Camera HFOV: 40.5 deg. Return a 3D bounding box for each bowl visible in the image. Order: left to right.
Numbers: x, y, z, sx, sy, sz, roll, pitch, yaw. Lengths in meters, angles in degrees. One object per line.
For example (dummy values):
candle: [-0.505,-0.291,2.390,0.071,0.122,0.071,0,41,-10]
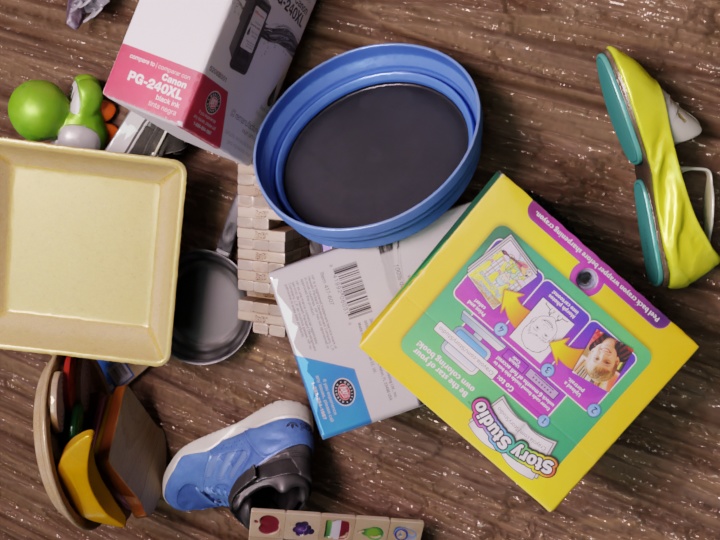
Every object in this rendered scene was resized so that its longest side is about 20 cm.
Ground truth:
bowl: [0.008,-0.105,0.824,0.198,0.040,0.203,-10,54,14]

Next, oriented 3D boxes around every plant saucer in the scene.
plant saucer: [-0.270,-0.020,0.940,0.197,0.048,0.203,7,102,-4]

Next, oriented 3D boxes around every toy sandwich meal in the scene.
toy sandwich meal: [-0.259,0.168,0.984,0.069,0.205,0.208,-9,98,5]

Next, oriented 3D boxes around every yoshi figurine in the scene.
yoshi figurine: [-0.328,-0.111,1.003,0.112,0.112,0.202,28,107,25]

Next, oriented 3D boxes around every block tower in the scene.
block tower: [-0.082,-0.043,0.934,0.053,0.058,0.203,7,103,22]

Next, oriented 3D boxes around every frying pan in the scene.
frying pan: [-0.159,-0.002,0.985,0.113,0.031,0.193,2,93,8]

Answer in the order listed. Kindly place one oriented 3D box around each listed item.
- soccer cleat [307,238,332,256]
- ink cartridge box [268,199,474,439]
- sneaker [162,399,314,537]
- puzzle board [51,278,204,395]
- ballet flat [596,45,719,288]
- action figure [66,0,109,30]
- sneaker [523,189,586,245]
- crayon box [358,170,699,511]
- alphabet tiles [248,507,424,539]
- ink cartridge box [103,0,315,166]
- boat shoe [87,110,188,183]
soccer cleat: [0.000,0.000,0.908,0.072,0.068,0.203,-19,91,5]
ink cartridge box: [0.037,0.037,0.838,0.197,0.084,0.148,-18,92,-1]
sneaker: [-0.126,0.221,0.974,0.199,0.112,0.077,-31,131,22]
puzzle board: [-0.273,0.044,1.061,0.199,0.017,0.151,-38,86,27]
ballet flat: [0.243,-0.086,0.781,0.066,0.067,0.203,-16,98,5]
action figure: [-0.214,-0.294,0.917,0.198,0.070,0.130,-6,139,36]
sneaker: [0.166,0.025,0.827,0.090,0.070,0.201,-42,85,22]
crayon box: [0.127,0.055,0.762,0.199,0.058,0.173,40,99,-1]
alphabet tiles: [-0.034,0.315,0.966,0.164,0.008,0.202,5,121,-7]
ink cartridge box: [-0.116,-0.210,0.832,0.082,0.145,0.202,22,90,18]
boat shoe: [-0.195,-0.146,0.961,0.063,0.071,0.200,34,110,-17]
